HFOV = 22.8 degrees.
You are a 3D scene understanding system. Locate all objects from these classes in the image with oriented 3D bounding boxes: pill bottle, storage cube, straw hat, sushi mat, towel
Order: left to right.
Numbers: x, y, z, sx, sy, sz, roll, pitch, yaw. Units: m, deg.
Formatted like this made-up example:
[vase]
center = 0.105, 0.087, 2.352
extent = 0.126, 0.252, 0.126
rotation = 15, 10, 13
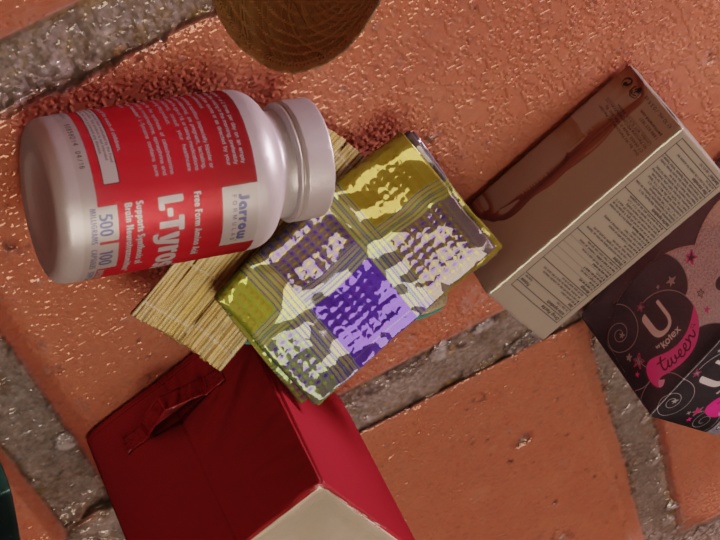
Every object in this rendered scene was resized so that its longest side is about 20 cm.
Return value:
[pill bottle]
center = -0.124, -0.062, 1.216
extent = 0.198, 0.113, 0.113
rotation = -11, 136, -22
[storage cube]
center = -0.087, 0.184, 1.438
extent = 0.170, 0.180, 0.200
rotation = -37, 141, 8
[sushi mat]
center = -0.075, -0.020, 1.326
extent = 0.095, 0.012, 0.200
rotation = 37, 96, -33
[straw hat]
center = -0.007, -0.220, 1.080
extent = 0.085, 0.201, 0.202
rotation = -5, 135, -43
[towel]
center = 0.000, 0.000, 1.348
extent = 0.200, 0.023, 0.144
rotation = -39, 125, -2

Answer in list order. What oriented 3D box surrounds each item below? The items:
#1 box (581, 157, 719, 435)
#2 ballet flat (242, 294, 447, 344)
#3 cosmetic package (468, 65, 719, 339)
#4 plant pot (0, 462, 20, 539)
[box]
center = 0.314, 0.024, 1.553
extent = 0.114, 0.133, 0.200
rotation = 17, 121, -43
[ballet flat]
center = -0.014, 0.013, 1.399
extent = 0.198, 0.067, 0.063
rotation = -11, 123, -23
[cosmetic package]
center = 0.180, -0.053, 1.429
extent = 0.200, 0.088, 0.103
rotation = -40, 140, 10
[plant pot]
center = -0.363, 0.206, 1.332
extent = 0.198, 0.142, 0.142
rotation = -15, 138, -6
